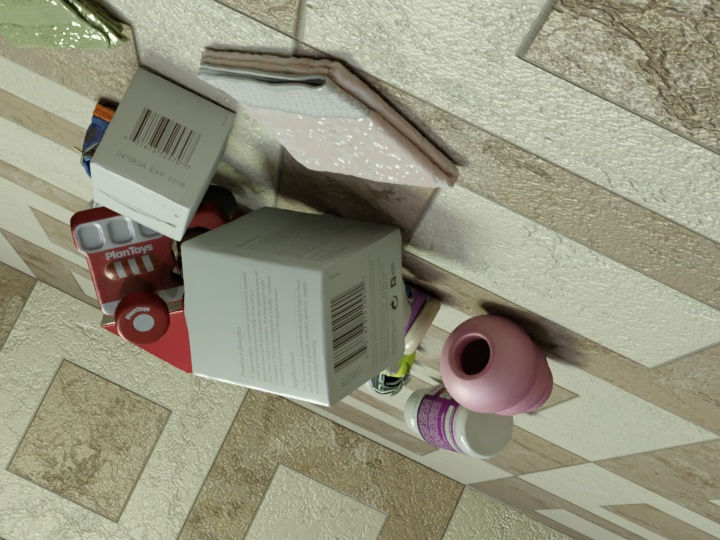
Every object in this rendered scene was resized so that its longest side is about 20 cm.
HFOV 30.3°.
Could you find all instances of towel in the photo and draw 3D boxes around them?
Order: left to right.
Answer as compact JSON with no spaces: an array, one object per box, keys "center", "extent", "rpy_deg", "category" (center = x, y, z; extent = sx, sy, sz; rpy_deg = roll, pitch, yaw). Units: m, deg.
[{"center":[-0.329,-0.261,1.285],"extent":[0.199,0.037,0.148],"rpy_deg":[14,162,44],"category":"towel"},{"center":[-0.033,-0.136,1.226],"extent":[0.200,0.032,0.191],"rpy_deg":[14,164,46],"category":"towel"}]

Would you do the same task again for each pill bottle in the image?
[{"center":[0.161,0.251,2.262],"extent":[0.112,0.113,0.200],"rpy_deg":[32,166,-28],"category":"pill bottle"}]

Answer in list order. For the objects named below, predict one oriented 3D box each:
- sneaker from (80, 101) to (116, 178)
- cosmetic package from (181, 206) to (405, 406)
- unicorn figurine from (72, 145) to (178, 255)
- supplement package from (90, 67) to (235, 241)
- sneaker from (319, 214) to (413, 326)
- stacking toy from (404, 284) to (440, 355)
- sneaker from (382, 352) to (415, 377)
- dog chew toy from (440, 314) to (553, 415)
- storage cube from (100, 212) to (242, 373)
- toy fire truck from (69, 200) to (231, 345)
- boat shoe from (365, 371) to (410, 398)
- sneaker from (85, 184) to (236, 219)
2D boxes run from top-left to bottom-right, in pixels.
[{"center":[-0.314,-0.144,1.646],"extent":[0.075,0.079,0.200],"rpy_deg":[25,168,3],"category":"sneaker"},{"center":[-0.075,0.035,1.519],"extent":[0.199,0.166,0.165],"rpy_deg":[11,-156,31],"category":"cosmetic package"},{"center":[-0.291,-0.088,1.769],"extent":[0.199,0.138,0.074],"rpy_deg":[2,163,19],"category":"unicorn figurine"},{"center":[-0.219,-0.121,1.455],"extent":[0.116,0.118,0.200],"rpy_deg":[25,168,-6],"category":"supplement package"},{"center":[0.000,0.000,1.638],"extent":[0.076,0.081,0.200],"rpy_deg":[-2,132,39],"category":"sneaker"},{"center":[0.003,0.026,1.749],"extent":[0.199,0.086,0.085],"rpy_deg":[32,168,3],"category":"stacking toy"},{"center":[0.019,0.117,2.073],"extent":[0.105,0.076,0.200],"rpy_deg":[22,168,17],"category":"sneaker"},{"center":[0.186,0.131,1.709],"extent":[0.124,0.125,0.200],"rpy_deg":[17,173,35],"category":"dog chew toy"},{"center":[-0.220,0.023,1.823],"extent":[0.199,0.172,0.180],"rpy_deg":[-11,149,36],"category":"storage cube"},{"center":[-0.235,-0.016,1.602],"extent":[0.112,0.199,0.169],"rpy_deg":[-109,8,-55],"category":"toy fire truck"},{"center":[0.051,0.176,2.262],"extent":[0.068,0.074,0.200],"rpy_deg":[36,163,23],"category":"boat shoe"},{"center":[-0.229,-0.095,1.630],"extent":[0.199,0.075,0.116],"rpy_deg":[-8,151,-32],"category":"sneaker"}]
